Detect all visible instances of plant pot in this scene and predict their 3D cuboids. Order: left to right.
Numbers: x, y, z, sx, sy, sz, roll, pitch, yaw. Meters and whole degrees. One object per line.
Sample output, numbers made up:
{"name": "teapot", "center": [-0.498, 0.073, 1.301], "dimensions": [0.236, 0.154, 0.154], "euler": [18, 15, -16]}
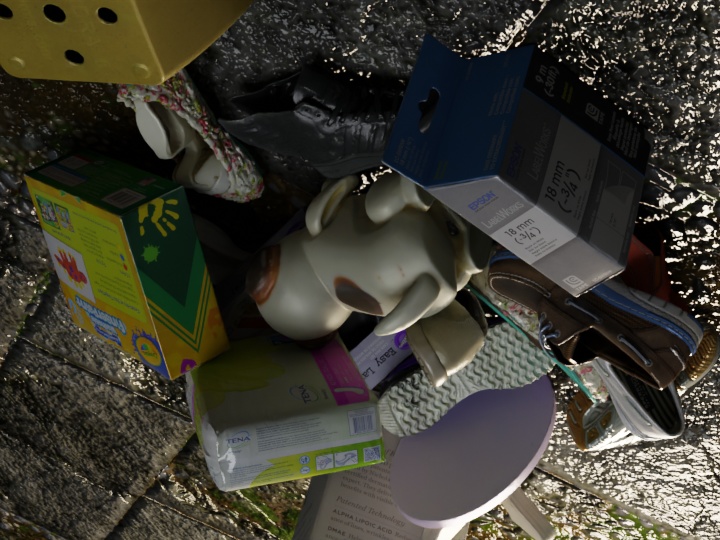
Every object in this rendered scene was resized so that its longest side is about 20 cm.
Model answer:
{"name": "plant pot", "center": [-0.193, -0.247, 1.127], "dimensions": [0.199, 0.177, 0.201], "euler": [6, 143, 18]}

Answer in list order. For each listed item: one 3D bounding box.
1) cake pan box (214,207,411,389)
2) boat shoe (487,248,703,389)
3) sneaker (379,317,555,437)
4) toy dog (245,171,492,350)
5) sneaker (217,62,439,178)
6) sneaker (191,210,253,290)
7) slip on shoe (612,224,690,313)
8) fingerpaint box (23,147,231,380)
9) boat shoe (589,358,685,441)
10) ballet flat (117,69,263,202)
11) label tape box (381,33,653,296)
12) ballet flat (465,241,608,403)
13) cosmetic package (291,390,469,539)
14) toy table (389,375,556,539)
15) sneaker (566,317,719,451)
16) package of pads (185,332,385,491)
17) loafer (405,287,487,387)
{"name": "cake pan box", "center": [-0.058, 0.062, 1.505], "dimensions": [0.200, 0.052, 0.184], "euler": [-42, 122, 7]}
{"name": "boat shoe", "center": [0.185, 0.040, 1.308], "dimensions": [0.199, 0.073, 0.072], "euler": [21, 157, 31]}
{"name": "sneaker", "center": [0.105, 0.085, 1.525], "dimensions": [0.199, 0.100, 0.070], "euler": [-25, 107, 8]}
{"name": "toy dog", "center": [0.000, 0.000, 1.364], "dimensions": [0.199, 0.195, 0.139], "euler": [-19, 140, 30]}
{"name": "sneaker", "center": [-0.017, -0.134, 1.297], "dimensions": [0.199, 0.060, 0.104], "euler": [-17, 133, 41]}
{"name": "sneaker", "center": [-0.118, 0.018, 1.534], "dimensions": [0.199, 0.080, 0.074], "euler": [25, 143, -11]}
{"name": "slip on shoe", "center": [0.244, -0.006, 1.345], "dimensions": [0.061, 0.074, 0.200], "euler": [-36, 129, 13]}
{"name": "fingerpaint box", "center": [-0.217, -0.011, 1.430], "dimensions": [0.200, 0.073, 0.168], "euler": [21, 131, 51]}
{"name": "boat shoe", "center": [0.235, 0.062, 1.382], "dimensions": [0.201, 0.073, 0.067], "euler": [55, 166, -8]}
{"name": "ballet flat", "center": [-0.157, -0.115, 1.373], "dimensions": [0.075, 0.064, 0.200], "euler": [-2, 140, 35]}
{"name": "label tape box", "center": [0.128, -0.095, 1.207], "dimensions": [0.199, 0.145, 0.063], "euler": [33, 143, -19]}
{"name": "ballet flat", "center": [0.177, 0.045, 1.429], "dimensions": [0.200, 0.064, 0.076], "euler": [42, -176, -21]}
{"name": "cosmetic package", "center": [0.024, 0.271, 1.699], "dimensions": [0.164, 0.201, 0.165], "euler": [21, 145, -5]}
{"name": "toy table", "center": [0.124, 0.197, 1.574], "dimensions": [0.184, 0.199, 0.117], "euler": [50, 171, 33]}
{"name": "sneaker", "center": [0.286, 0.107, 1.486], "dimensions": [0.087, 0.076, 0.200], "euler": [6, 146, -35]}
{"name": "package of pads", "center": [-0.076, 0.118, 1.383], "dimensions": [0.153, 0.200, 0.069], "euler": [-10, 110, -11]}
{"name": "loafer", "center": [0.079, 0.045, 1.409], "dimensions": [0.068, 0.200, 0.076], "euler": [-23, 110, 7]}
